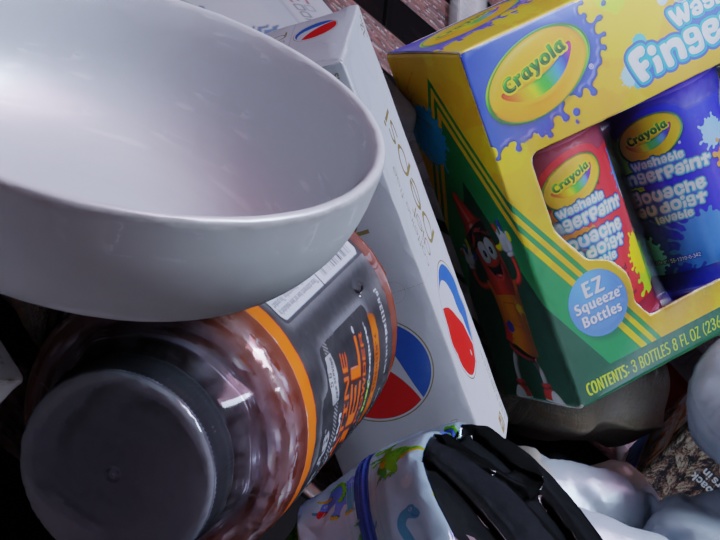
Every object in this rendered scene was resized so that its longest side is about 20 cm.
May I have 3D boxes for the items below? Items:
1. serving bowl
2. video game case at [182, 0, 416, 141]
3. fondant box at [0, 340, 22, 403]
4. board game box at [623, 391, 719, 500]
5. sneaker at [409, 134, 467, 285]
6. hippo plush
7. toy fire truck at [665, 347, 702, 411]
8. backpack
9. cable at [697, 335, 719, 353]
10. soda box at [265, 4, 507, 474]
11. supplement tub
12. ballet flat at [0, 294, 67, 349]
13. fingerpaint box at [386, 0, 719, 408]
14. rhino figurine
[{"bbox_3d":[-0.094,-0.036,0.995,0.199,0.066,0.200,13,23,-6],"label":"serving bowl"},{"bbox_3d":[-0.098,-0.113,1.270,0.199,0.022,0.182,2,32,-31],"label":"video game case"},{"bbox_3d":[-0.218,-0.024,0.962,0.144,0.058,0.200,9,41,-57],"label":"fondant box"},{"bbox_3d":[0.247,0.091,1.414,0.159,0.200,0.097,44,20,-2],"label":"board game box"},{"bbox_3d":[0.040,-0.069,1.380,0.200,0.116,0.076,27,29,18],"label":"sneaker"},{"bbox_3d":[0.163,0.118,1.261,0.200,0.161,0.159,49,21,13],"label":"hippo plush"},{"bbox_3d":[0.166,-0.014,1.615,0.200,0.112,0.168,48,42,3],"label":"toy fire truck"},{"bbox_3d":[0.049,0.153,1.040,0.163,0.153,0.201,0,70,-59],"label":"backpack"},{"bbox_3d":[0.244,-0.024,1.560,0.199,0.201,0.069,29,-22,-7],"label":"cable"},{"bbox_3d":[0.000,0.000,1.197,0.068,0.063,0.201,-77,149,-65],"label":"soda box"},{"bbox_3d":[-0.058,0.043,1.069,0.107,0.107,0.200,44,21,0],"label":"supplement tub"},{"bbox_3d":[-0.117,-0.019,1.156,0.067,0.068,0.200,25,15,4],"label":"ballet flat"},{"bbox_3d":[0.134,-0.058,1.295,0.073,0.199,0.168,8,-59,63],"label":"fingerpaint box"},{"bbox_3d":[0.084,0.047,1.393,0.088,0.060,0.200,49,23,23],"label":"rhino figurine"}]
